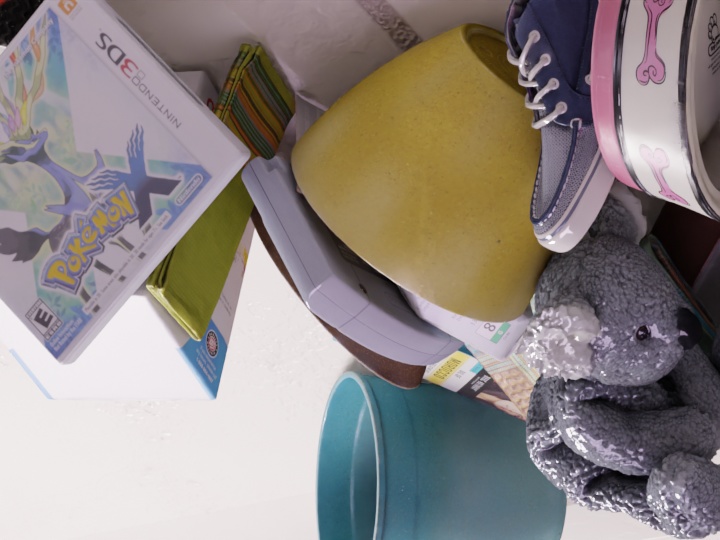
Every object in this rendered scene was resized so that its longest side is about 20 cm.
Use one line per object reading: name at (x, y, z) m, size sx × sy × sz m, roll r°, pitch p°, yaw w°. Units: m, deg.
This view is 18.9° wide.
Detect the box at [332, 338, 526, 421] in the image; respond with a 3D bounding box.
box at (0.083, 0.063, 1.789) m, size 0.199 × 0.049 × 0.082 m, roll 23°, pitch 155°, yaw -8°

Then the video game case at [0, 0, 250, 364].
video game case at (-0.200, -0.069, 1.487) m, size 0.200 × 0.182 × 0.022 m, roll -48°, pitch 167°, yaw 15°

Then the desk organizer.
desk organizer at (0.260, -0.003, 1.637) m, size 0.071 × 0.077 × 0.201 m, roll -2°, pitch 141°, yaw -21°

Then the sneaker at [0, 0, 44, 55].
sneaker at (-0.286, -0.162, 1.555) m, size 0.198 × 0.071 × 0.094 m, roll 14°, pitch 142°, yaw -10°

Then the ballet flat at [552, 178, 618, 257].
ballet flat at (0.169, 0.001, 1.654) m, size 0.067 × 0.064 × 0.201 m, roll 13°, pitch 138°, yaw 14°

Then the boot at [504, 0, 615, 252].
boot at (0.125, -0.118, 1.397) m, size 0.090 × 0.202 × 0.073 m, roll 23°, pitch 163°, yaw -21°

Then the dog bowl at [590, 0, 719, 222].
dog bowl at (0.208, -0.133, 1.358) m, size 0.073 × 0.201 × 0.200 m, roll 8°, pitch 150°, yaw 30°

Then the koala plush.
koala plush at (0.178, 0.055, 1.505) m, size 0.183 × 0.178 × 0.201 m, roll 7°, pitch 140°, yaw 34°

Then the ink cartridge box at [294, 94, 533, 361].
ink cartridge box at (0.027, -0.031, 1.572) m, size 0.199 × 0.161 × 0.050 m, roll 27°, pitch 114°, yaw -16°

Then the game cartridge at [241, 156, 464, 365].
game cartridge at (0.000, 0.000, 1.537) m, size 0.040 × 0.134 × 0.200 m, roll -41°, pitch 148°, yaw 15°

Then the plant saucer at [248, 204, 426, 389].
plant saucer at (-0.008, 0.000, 1.642) m, size 0.034 × 0.201 × 0.200 m, roll -39°, pitch 129°, yaw 14°

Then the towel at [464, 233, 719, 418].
towel at (0.175, 0.050, 1.639) m, size 0.199 × 0.022 × 0.147 m, roll -19°, pitch 121°, yaw 39°

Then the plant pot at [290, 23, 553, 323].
plant pot at (0.073, -0.083, 1.493) m, size 0.199 × 0.201 × 0.142 m, roll 26°, pitch 116°, yaw -23°

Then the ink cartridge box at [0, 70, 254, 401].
ink cartridge box at (-0.175, -0.025, 1.615) m, size 0.145 × 0.201 × 0.147 m, roll -1°, pitch 146°, yaw 20°

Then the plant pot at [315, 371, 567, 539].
plant pot at (0.075, 0.191, 1.904) m, size 0.186 × 0.202 × 0.200 m, roll 2°, pitch 150°, yaw -16°

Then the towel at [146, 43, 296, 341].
towel at (-0.095, -0.056, 1.545) m, size 0.018 × 0.201 × 0.086 m, roll 8°, pitch 155°, yaw 29°
